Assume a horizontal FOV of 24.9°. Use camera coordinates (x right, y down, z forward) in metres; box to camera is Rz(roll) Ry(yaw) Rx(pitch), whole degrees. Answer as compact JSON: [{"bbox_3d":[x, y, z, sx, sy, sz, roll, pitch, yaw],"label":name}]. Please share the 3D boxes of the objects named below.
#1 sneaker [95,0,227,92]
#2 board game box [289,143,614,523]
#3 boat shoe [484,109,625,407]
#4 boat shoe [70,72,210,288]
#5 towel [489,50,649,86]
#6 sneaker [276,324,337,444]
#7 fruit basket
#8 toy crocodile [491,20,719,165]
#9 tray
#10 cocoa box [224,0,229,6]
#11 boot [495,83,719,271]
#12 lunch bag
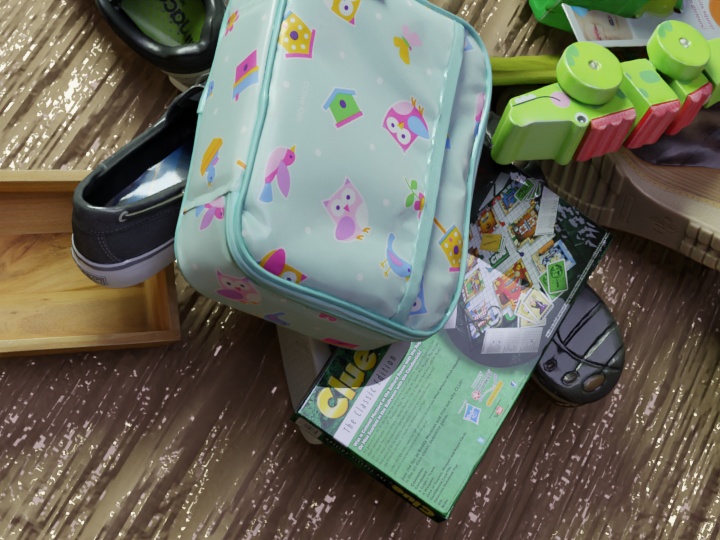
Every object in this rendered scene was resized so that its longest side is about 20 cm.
[{"bbox_3d":[-0.139,-0.189,0.977,0.074,0.087,0.200,-39,87,-1],"label":"sneaker"},{"bbox_3d":[0.055,0.031,0.930,0.104,0.023,0.201,36,69,-4],"label":"board game box"},{"bbox_3d":[0.089,-0.004,1.002,0.075,0.074,0.202,-22,78,-13],"label":"boat shoe"},{"bbox_3d":[-0.086,-0.074,0.906,0.070,0.067,0.200,35,59,28],"label":"boat shoe"},{"bbox_3d":[0.148,-0.135,1.067,0.198,0.086,0.018,-5,102,-20],"label":"towel"},{"bbox_3d":[0.000,0.000,0.975,0.098,0.071,0.202,-3,74,-24],"label":"sneaker"},{"bbox_3d":[0.193,-0.238,1.117,0.198,0.094,0.187,-10,70,-28],"label":"fruit basket"},{"bbox_3d":[0.162,-0.100,0.982,0.198,0.068,0.062,-18,61,-34],"label":"toy crocodile"},{"bbox_3d":[-0.198,-0.003,0.890,0.198,0.037,0.100,-2,82,-35],"label":"tray"},{"bbox_3d":[-0.017,-0.228,0.979,0.131,0.200,0.134,-32,83,-26],"label":"cocoa box"},{"bbox_3d":[0.202,-0.090,1.089,0.199,0.073,0.166,33,45,10],"label":"boot"},{"bbox_3d":[-0.006,-0.066,0.875,0.159,0.077,0.202,22,70,-29],"label":"lunch bag"}]
